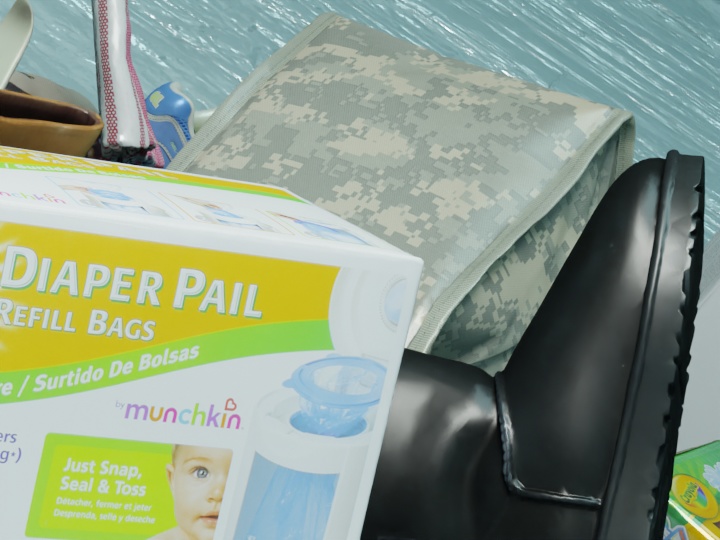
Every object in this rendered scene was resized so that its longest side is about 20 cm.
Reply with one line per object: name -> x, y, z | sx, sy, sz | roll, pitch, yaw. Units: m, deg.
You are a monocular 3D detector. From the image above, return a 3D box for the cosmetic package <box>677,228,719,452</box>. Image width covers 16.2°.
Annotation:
cosmetic package -> 0.222, 0.081, 1.365 | 0.166, 0.167, 0.200 | 40, 20, 1

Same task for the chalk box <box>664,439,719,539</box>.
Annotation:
chalk box -> 0.153, 0.162, 1.152 | 0.200, 0.124, 0.125 | 40, 20, 18

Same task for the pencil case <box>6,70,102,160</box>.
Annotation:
pencil case -> -0.202, -0.057, 1.177 | 0.200, 0.078, 0.090 | 6, 45, -52

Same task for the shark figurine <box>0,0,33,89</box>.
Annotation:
shark figurine -> -0.175, -0.082, 1.114 | 0.128, 0.090, 0.215 | -10, 45, 2

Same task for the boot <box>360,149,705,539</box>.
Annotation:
boot -> 0.036, 0.042, 0.914 | 0.162, 0.199, 0.073 | 9, -11, 13

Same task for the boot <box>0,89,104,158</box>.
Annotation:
boot -> -0.151, 0.018, 0.899 | 0.188, 0.200, 0.069 | 19, 24, -36

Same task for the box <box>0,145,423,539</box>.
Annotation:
box -> -0.098, 0.024, 0.789 | 0.200, 0.113, 0.101 | 7, 11, -30

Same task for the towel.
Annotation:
towel -> -0.105, -0.118, 1.118 | 0.030, 0.147, 0.200 | -5, -1, -6

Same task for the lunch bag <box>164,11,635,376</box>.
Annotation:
lunch bag -> 0.000, 0.000, 1.054 | 0.164, 0.118, 0.200 | 21, 44, 27

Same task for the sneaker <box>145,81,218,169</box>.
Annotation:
sneaker -> -0.053, -0.041, 1.372 | 0.200, 0.077, 0.076 | 18, 24, -41
